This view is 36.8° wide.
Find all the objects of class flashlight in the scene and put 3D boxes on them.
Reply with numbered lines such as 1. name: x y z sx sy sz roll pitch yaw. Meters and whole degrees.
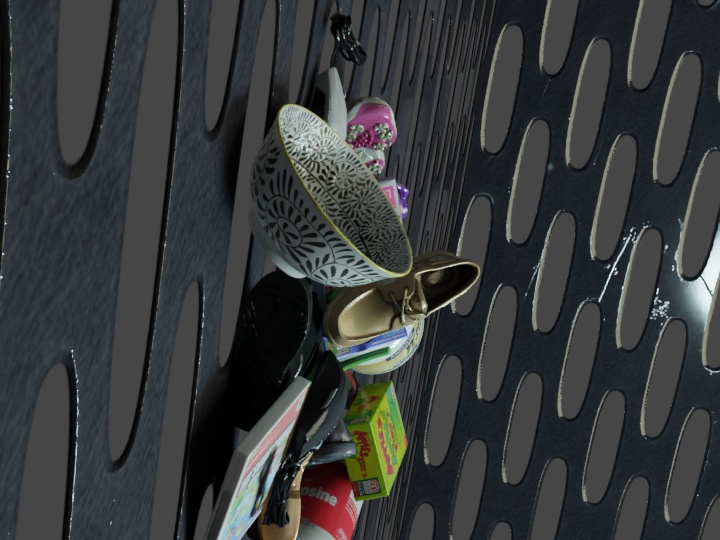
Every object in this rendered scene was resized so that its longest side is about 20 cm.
1. flashlight: -0.044 0.155 1.478 0.200 0.068 0.068 61 37 -77

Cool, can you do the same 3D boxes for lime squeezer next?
1. lime squeezer: -0.037 0.144 1.336 0.200 0.071 0.038 -55 -175 43

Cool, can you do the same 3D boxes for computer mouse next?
1. computer mouse: -0.030 -0.189 1.231 0.110 0.044 0.200 70 33 -74
2. computer mouse: -0.056 0.194 1.207 0.200 0.046 0.141 -69 178 -48

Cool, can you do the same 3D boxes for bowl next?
1. bowl: -0.047 -0.053 1.049 0.094 0.201 0.201 -36 -176 18

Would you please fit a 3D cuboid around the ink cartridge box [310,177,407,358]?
1. ink cartridge box: 0.000 0.000 1.265 0.042 0.119 0.201 13 -65 59

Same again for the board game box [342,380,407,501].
1. board game box: 0.019 0.229 1.480 0.200 0.048 0.102 -46 123 -76

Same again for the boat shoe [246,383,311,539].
1. boat shoe: -0.100 0.227 1.277 0.070 0.070 0.200 1 -103 61

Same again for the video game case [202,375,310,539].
1. video game case: -0.114 0.219 1.112 0.143 0.017 0.200 -48 163 -56

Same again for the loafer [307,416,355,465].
1. loafer: -0.054 0.211 1.363 0.200 0.072 0.063 145 -61 -67

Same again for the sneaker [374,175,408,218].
1. sneaker: 0.018 -0.085 1.493 0.200 0.088 0.081 -55 156 -64

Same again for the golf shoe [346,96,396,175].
1. golf shoe: 0.003 -0.184 1.346 0.200 0.075 0.092 120 -27 -76

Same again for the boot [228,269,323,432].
1. boot: -0.079 0.066 1.166 0.162 0.073 0.199 -51 158 -65

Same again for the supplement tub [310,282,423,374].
1. supplement tub: 0.006 0.058 1.426 0.200 0.144 0.145 52 50 -77

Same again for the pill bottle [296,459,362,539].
1. pill bottle: -0.057 0.317 1.459 0.200 0.112 0.112 -67 165 -51

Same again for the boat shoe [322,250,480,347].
1. boat shoe: 0.047 0.029 1.234 0.200 0.064 0.071 -29 108 -27
